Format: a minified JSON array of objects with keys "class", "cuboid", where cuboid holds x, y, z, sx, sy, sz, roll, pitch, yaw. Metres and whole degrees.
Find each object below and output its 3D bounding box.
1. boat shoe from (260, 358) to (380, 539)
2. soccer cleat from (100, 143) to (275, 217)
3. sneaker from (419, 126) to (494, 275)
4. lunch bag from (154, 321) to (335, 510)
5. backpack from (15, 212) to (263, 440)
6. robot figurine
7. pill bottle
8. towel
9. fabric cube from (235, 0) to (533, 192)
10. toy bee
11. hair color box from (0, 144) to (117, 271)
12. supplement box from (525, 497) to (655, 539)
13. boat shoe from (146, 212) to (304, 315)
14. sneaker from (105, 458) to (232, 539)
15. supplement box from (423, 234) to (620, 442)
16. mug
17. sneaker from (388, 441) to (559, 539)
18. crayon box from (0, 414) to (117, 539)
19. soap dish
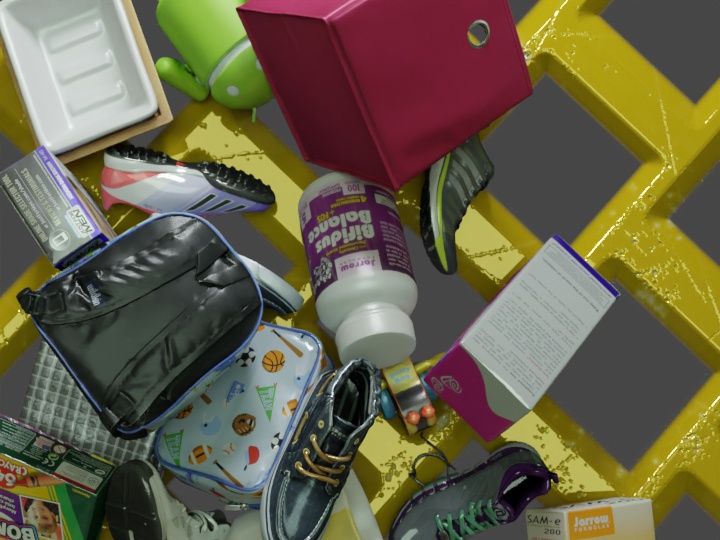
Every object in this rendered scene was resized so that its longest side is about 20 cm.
[{"class":"boat shoe","cuboid":[-0.039,0.181,1.069,0.070,0.091,0.202,23,64,-12]},{"class":"soccer cleat","cuboid":[-0.197,-0.087,1.256,0.197,0.068,0.074,12,109,-6]},{"class":"sneaker","cuboid":[0.112,-0.095,1.258,0.080,0.074,0.203,4,85,-5]},{"class":"lunch bag","cuboid":[-0.118,0.153,1.176,0.158,0.076,0.202,12,64,21]},{"class":"backpack","cuboid":[-0.206,0.048,1.110,0.199,0.147,0.184,-37,87,-13]},{"class":"robot figurine","cuboid":[-0.151,-0.270,1.245,0.175,0.116,0.201,-39,86,22]},{"class":"pill bottle","cuboid":[0.000,0.000,1.188,0.111,0.113,0.202,-11,59,-3]},{"class":"towel","cuboid":[-0.281,0.146,1.207,0.164,0.086,0.202,16,83,1]},{"class":"fabric cube","cuboid":[0.026,-0.231,1.154,0.199,0.199,0.198,-35,121,-20]},{"class":"toy bee","cuboid":[0.058,0.133,1.210,0.131,0.109,0.200,-43,86,-8]},{"class":"hair color box","cuboid":[-0.308,-0.050,1.170,0.064,0.200,0.110,-34,85,-5]},{"class":"supplement box","cuboid":[0.255,0.352,1.186,0.125,0.073,0.203,-1,83,-28]},{"class":"boat shoe","cuboid":[-0.167,0.022,1.228,0.199,0.071,0.092,27,77,1]},{"class":"sneaker","cuboid":[-0.199,0.265,1.172,0.075,0.115,0.203,11,122,31]},{"class":"supplement box","cuboid":[0.174,0.072,1.184,0.103,0.101,0.200,42,54,3]},{"class":"mug","cuboid":[-0.061,0.300,1.157,0.152,0.187,0.151,-23,103,4]},{"class":"sneaker","cuboid":[0.120,0.259,1.200,0.199,0.088,0.075,-35,103,-6]},{"class":"crayon box","cuboid":[-0.370,0.245,1.159,0.198,0.058,0.174,22,118,4]},{"class":"soap dish","cuboid":[-0.312,-0.230,1.247,0.156,0.081,0.202,-21,85,1]}]
